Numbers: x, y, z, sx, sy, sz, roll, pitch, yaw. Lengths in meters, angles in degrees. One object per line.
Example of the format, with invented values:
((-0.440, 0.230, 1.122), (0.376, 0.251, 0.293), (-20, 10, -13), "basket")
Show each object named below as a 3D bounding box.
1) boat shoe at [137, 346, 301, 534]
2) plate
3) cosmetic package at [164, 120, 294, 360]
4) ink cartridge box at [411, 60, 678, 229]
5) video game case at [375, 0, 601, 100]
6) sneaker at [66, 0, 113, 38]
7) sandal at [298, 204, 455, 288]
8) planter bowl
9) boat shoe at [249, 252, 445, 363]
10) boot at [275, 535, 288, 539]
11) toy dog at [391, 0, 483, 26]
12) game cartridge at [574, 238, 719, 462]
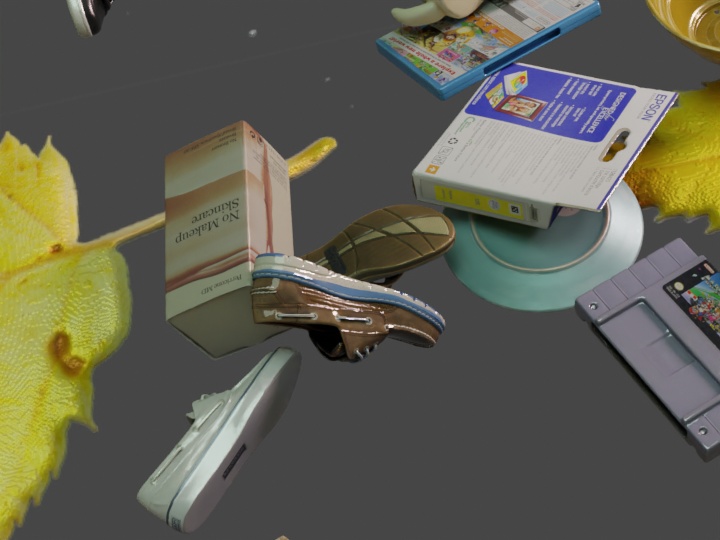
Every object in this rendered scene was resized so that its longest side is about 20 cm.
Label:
((-0.128, 0.141, 1.541), (0.065, 0.074, 0.200), (27, 61, 20), "boat shoe")
((0.175, -0.048, 1.661), (0.199, 0.026, 0.201), (-5, 54, 6), "plate")
((-0.126, -0.030, 1.637), (0.103, 0.087, 0.201), (-23, 51, 21), "cosmetic package")
((0.183, -0.122, 1.671), (0.199, 0.047, 0.198), (16, 48, 27), "ink cartridge box")
((0.133, -0.256, 1.797), (0.200, 0.018, 0.143), (-29, 39, -13), "video game case")
((-0.273, -0.350, 1.913), (0.111, 0.073, 0.201), (-10, 52, 3), "sneaker")
((0.000, 0.000, 1.641), (0.199, 0.054, 0.080), (-28, 48, 6), "sandal")
((0.389, -0.270, 1.753), (0.200, 0.084, 0.201), (-4, 53, 5), "planter bowl")
((-0.015, 0.047, 1.561), (0.199, 0.072, 0.073), (18, 75, -24), "boat shoe")
((-0.061, 0.317, 1.408), (0.107, 0.075, 0.200), (-23, 56, -2), "boot")
((0.092, -0.364, 1.835), (0.194, 0.139, 0.200), (-53, 43, 18), "toy dog")
((0.305, 0.067, 1.557), (0.129, 0.038, 0.200), (-32, 56, -9), "game cartridge")
